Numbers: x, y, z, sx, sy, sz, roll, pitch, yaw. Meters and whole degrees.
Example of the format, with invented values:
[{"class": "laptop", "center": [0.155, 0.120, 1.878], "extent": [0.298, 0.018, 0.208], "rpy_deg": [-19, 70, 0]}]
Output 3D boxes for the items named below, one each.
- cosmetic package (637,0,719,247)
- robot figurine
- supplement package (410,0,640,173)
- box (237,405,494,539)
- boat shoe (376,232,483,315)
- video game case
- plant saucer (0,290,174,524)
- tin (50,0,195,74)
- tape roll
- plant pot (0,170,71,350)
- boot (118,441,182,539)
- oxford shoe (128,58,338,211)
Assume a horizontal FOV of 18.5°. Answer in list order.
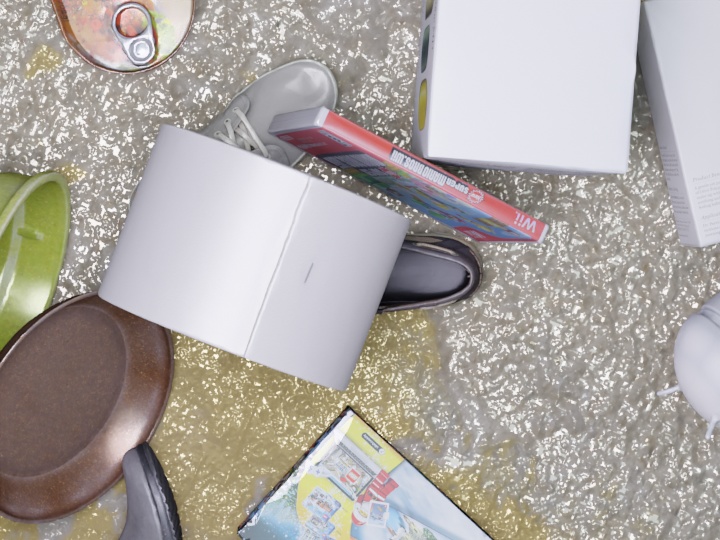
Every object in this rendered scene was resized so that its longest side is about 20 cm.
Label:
[{"class": "cosmetic package", "center": [0.289, -0.127, 1.759], "extent": [0.107, 0.085, 0.201], "rpy_deg": [-12, 92, -2]}, {"class": "robot figurine", "center": [0.327, 0.052, 1.735], "extent": [0.200, 0.170, 0.113], "rpy_deg": [-38, 116, -6]}, {"class": "supplement package", "center": [0.122, -0.153, 1.693], "extent": [0.150, 0.200, 0.153], "rpy_deg": [4, 92, -3]}, {"class": "box", "center": [0.018, 0.227, 1.786], "extent": [0.200, 0.038, 0.137], "rpy_deg": [43, 90, -3]}, {"class": "boat shoe", "center": [0.000, 0.000, 1.758], "extent": [0.199, 0.073, 0.075], "rpy_deg": [-6, 92, -2]}, {"class": "video game case", "center": [0.034, -0.071, 1.703], "extent": [0.199, 0.143, 0.018], "rpy_deg": [27, 83, -16]}, {"class": "plant saucer", "center": [-0.231, 0.100, 1.720], "extent": [0.037, 0.200, 0.201], "rpy_deg": [29, 91, 37]}, {"class": "tin", "center": [-0.200, -0.254, 1.759], "extent": [0.111, 0.042, 0.201], "rpy_deg": [-18, 92, 3]}, {"class": "tape roll", "center": [-0.078, -0.010, 1.645], "extent": [0.202, 0.203, 0.140], "rpy_deg": [21, 89, -3]}, {"class": "plant pot", "center": [-0.346, -0.011, 1.700], "extent": [0.183, 0.200, 0.201], "rpy_deg": [20, 92, 9]}, {"class": "boot", "center": [-0.203, 0.244, 1.761], "extent": [0.131, 0.070, 0.201], "rpy_deg": [-10, 95, -1]}, {"class": "oxford shoe", "center": [-0.099, -0.095, 1.760], "extent": [0.200, 0.058, 0.075], "rpy_deg": [-37, 90, -3]}]
